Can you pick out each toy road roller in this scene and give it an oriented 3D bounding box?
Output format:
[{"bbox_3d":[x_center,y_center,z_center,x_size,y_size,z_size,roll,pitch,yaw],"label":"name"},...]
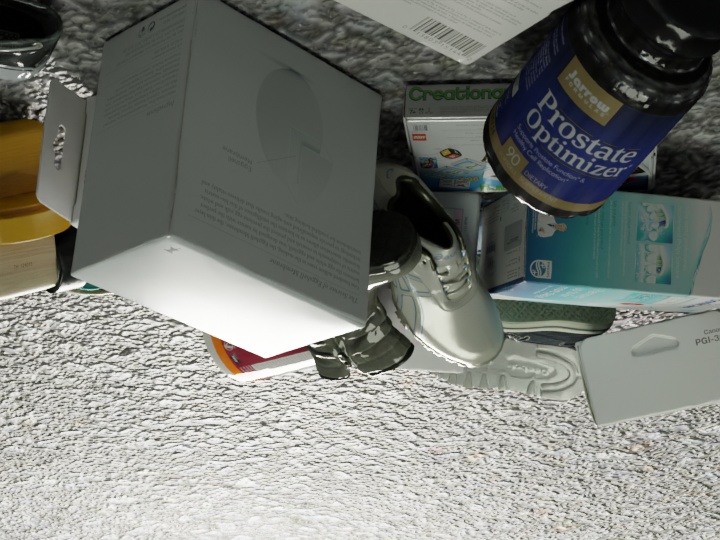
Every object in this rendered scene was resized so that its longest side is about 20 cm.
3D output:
[{"bbox_3d":[-0.318,-0.059,1.464,0.122,0.148,0.199,-13,-158,-34],"label":"toy road roller"}]

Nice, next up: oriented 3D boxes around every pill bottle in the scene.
[{"bbox_3d":[-0.045,0.035,1.630,0.199,0.111,0.109,-16,149,35],"label":"pill bottle"},{"bbox_3d":[0.177,-0.135,1.223,0.111,0.113,0.200,13,143,-20],"label":"pill bottle"}]

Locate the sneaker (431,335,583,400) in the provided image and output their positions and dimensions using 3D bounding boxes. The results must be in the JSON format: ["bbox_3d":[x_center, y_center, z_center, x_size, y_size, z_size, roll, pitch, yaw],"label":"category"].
[{"bbox_3d":[0.136,0.074,1.738,0.198,0.081,0.077,18,115,6],"label":"sneaker"}]

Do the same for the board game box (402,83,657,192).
[{"bbox_3d":[0.138,-0.106,1.395,0.198,0.035,0.126,0,156,7],"label":"board game box"}]

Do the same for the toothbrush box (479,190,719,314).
[{"bbox_3d":[0.213,-0.016,1.464,0.198,0.086,0.146,4,173,-12],"label":"toothbrush box"}]

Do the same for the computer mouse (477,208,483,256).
[{"bbox_3d":[0.094,-0.026,1.561,0.198,0.044,0.110,11,155,-16],"label":"computer mouse"}]

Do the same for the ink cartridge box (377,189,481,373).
[{"bbox_3d":[0.000,0.000,1.503,0.198,0.164,0.057,3,-164,-4],"label":"ink cartridge box"}]

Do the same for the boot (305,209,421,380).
[{"bbox_3d":[0.006,0.026,1.425,0.199,0.068,0.131,-15,127,46],"label":"boot"}]

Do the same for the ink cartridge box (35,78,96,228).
[{"bbox_3d":[-0.169,-0.072,1.408,0.067,0.116,0.200,-13,151,30],"label":"ink cartridge box"}]

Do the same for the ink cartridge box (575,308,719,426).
[{"bbox_3d":[0.291,0.088,1.629,0.145,0.084,0.200,-13,176,16],"label":"ink cartridge box"}]

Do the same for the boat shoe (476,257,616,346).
[{"bbox_3d":[0.148,0.035,1.652,0.198,0.075,0.062,9,149,-23],"label":"boat shoe"}]

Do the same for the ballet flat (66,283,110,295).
[{"bbox_3d":[-0.233,-0.007,1.627,0.198,0.070,0.070,10,154,-16],"label":"ballet flat"}]

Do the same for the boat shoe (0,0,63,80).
[{"bbox_3d":[-0.312,-0.183,1.238,0.198,0.074,0.068,14,157,-23],"label":"boat shoe"}]

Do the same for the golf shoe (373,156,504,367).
[{"bbox_3d":[0.060,0.000,1.422,0.201,0.078,0.097,54,166,-13],"label":"golf shoe"}]

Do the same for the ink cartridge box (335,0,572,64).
[{"bbox_3d":[0.054,-0.220,1.150,0.199,0.045,0.176,21,150,-34],"label":"ink cartridge box"}]

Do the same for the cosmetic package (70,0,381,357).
[{"bbox_3d":[-0.097,-0.066,1.314,0.122,0.202,0.198,-20,146,41],"label":"cosmetic package"}]
